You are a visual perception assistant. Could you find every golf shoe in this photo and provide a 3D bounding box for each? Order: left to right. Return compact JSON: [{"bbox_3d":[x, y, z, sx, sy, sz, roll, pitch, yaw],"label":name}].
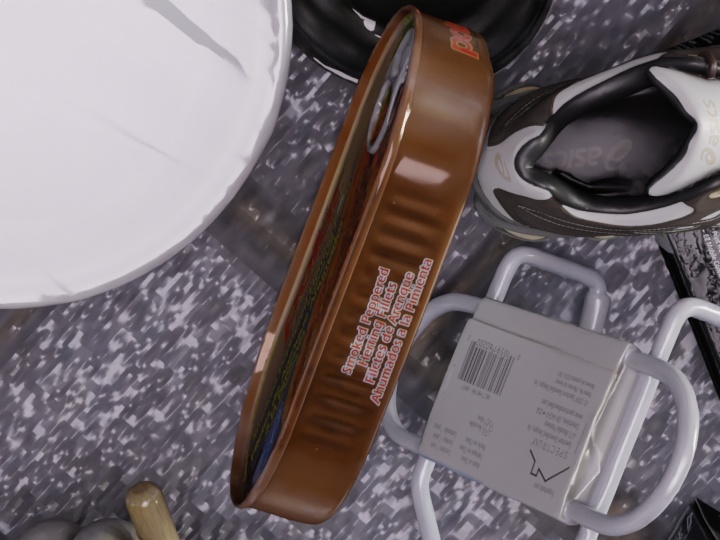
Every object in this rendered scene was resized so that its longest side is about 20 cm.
[{"bbox_3d":[0.139,-0.047,1.069,0.200,0.094,0.078,-14,92,-1],"label":"golf shoe"}]

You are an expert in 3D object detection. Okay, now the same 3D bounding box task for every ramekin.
[{"bbox_3d":[-0.125,-0.091,1.105,0.202,0.094,0.203,0,99,-1],"label":"ramekin"}]

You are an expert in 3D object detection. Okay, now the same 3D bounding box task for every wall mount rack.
[{"bbox_3d":[0.074,0.086,1.105,0.074,0.200,0.174,22,89,-30],"label":"wall mount rack"}]

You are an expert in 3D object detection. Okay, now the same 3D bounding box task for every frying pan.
[{"bbox_3d":[0.028,-0.151,1.105,0.115,0.031,0.190,16,120,-2],"label":"frying pan"}]

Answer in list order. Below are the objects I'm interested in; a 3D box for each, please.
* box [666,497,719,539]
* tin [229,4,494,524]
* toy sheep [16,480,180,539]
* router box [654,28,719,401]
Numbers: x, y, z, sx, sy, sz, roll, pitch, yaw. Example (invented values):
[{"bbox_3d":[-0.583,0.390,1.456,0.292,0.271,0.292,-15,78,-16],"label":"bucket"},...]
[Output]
[{"bbox_3d":[0.207,0.172,1.127,0.200,0.158,0.050,30,97,-5],"label":"box"},{"bbox_3d":[0.000,0.000,1.110,0.042,0.112,0.200,16,108,-14],"label":"tin"},{"bbox_3d":[-0.103,0.153,1.127,0.200,0.138,0.138,-8,100,15],"label":"toy sheep"},{"bbox_3d":[0.196,-0.007,1.149,0.149,0.051,0.200,-21,97,2],"label":"router box"}]
